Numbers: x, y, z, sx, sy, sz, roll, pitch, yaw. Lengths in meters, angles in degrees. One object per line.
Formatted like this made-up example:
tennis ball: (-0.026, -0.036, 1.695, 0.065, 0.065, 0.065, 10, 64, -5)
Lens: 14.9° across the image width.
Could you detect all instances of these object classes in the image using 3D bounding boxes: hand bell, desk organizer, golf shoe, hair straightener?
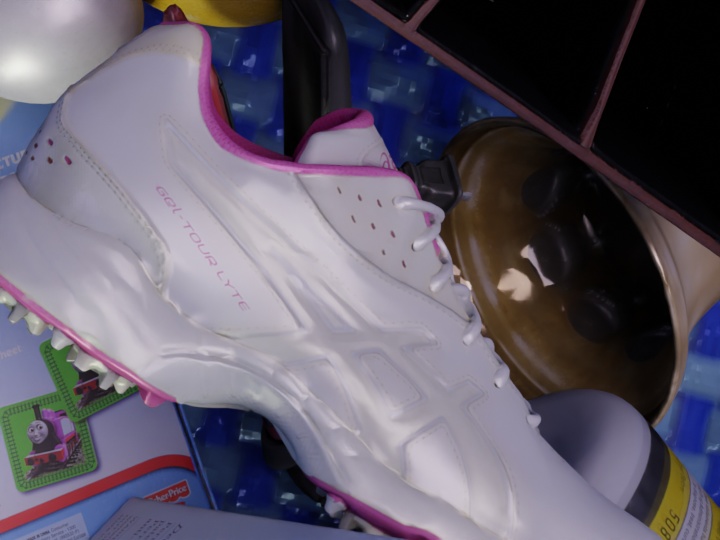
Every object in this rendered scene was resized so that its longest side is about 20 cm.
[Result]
hand bell: (0.129, -0.034, 0.855, 0.200, 0.104, 0.104, -27, 101, -32)
desk organizer: (0.042, -0.086, 0.687, 0.200, 0.077, 0.072, 31, 110, -35)
golf shoe: (0.004, 0.016, 0.676, 0.200, 0.075, 0.092, 33, 88, -11)
hair straightener: (0.000, 0.000, 0.770, 0.077, 0.041, 0.200, -20, 130, -10)

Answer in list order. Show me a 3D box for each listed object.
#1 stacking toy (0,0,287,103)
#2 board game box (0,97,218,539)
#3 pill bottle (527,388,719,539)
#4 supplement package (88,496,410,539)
stacking toy: (-0.030, -0.116, 0.753, 0.200, 0.146, 0.146, -39, 105, -10)
board game box: (-0.134, 0.021, 0.758, 0.151, 0.037, 0.200, -21, 99, -22)
pill bottle: (0.090, 0.139, 0.795, 0.112, 0.112, 0.200, -45, 107, -16)
supplement package: (-0.025, 0.140, 0.677, 0.117, 0.200, 0.117, -45, 106, -19)
